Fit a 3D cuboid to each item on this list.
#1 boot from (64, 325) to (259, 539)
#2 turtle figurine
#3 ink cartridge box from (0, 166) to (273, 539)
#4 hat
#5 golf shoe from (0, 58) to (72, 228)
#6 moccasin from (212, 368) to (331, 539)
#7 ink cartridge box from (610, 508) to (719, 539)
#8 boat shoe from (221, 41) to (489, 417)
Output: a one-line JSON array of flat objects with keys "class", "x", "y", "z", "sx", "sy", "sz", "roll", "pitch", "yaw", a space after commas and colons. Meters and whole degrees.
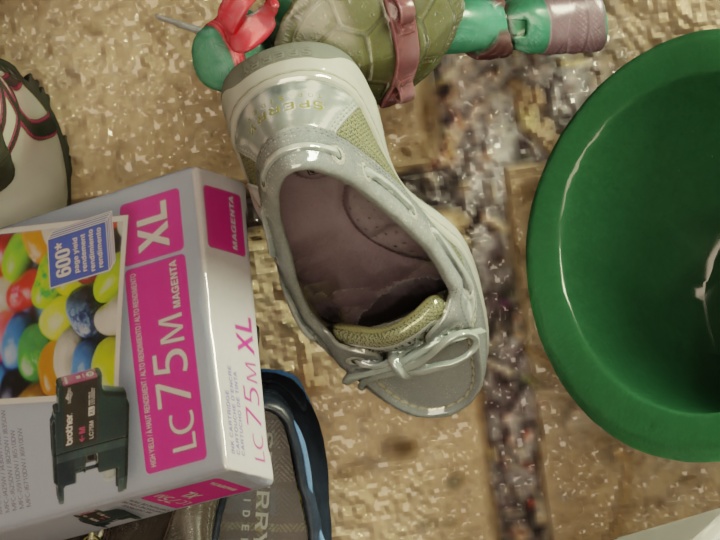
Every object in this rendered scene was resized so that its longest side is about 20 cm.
[{"class": "boot", "x": -0.115, "y": 0.110, "z": 1.184, "sx": 0.199, "sy": 0.069, "sz": 0.175, "roll": -14, "pitch": 69, "yaw": 34}, {"class": "turtle figurine", "x": -0.001, "y": -0.106, "z": 1.149, "sx": 0.199, "sy": 0.150, "sz": 0.101, "roll": -14, "pitch": 52, "yaw": -19}, {"class": "ink cartridge box", "x": -0.130, "y": 0.044, "z": 1.143, "sx": 0.199, "sy": 0.042, "sz": 0.120, "roll": -17, "pitch": 70, "yaw": 30}, {"class": "hat", "x": 0.185, "y": 0.018, "z": 1.218, "sx": 0.165, "sy": 0.176, "sz": 0.201, "roll": -31, "pitch": 62, "yaw": 23}, {"class": "golf shoe", "x": -0.165, "y": -0.056, "z": 1.133, "sx": 0.077, "sy": 0.088, "sz": 0.201, "roll": -16, "pitch": 136, "yaw": 6}, {"class": "moccasin", "x": -0.047, "y": 0.142, "z": 1.194, "sx": 0.080, "sy": 0.068, "sz": 0.201, "roll": -5, "pitch": 93, "yaw": -1}, {"class": "ink cartridge box", "x": 0.101, "y": 0.199, "z": 1.120, "sx": 0.145, "sy": 0.200, "sz": 0.147, "roll": -41, "pitch": 92, "yaw": -20}, {"class": "boat shoe", "x": 0.001, "y": -0.001, "z": 1.141, "sx": 0.074, "sy": 0.065, "sz": 0.202, "roll": -16, "pitch": 138, "yaw": 8}]
